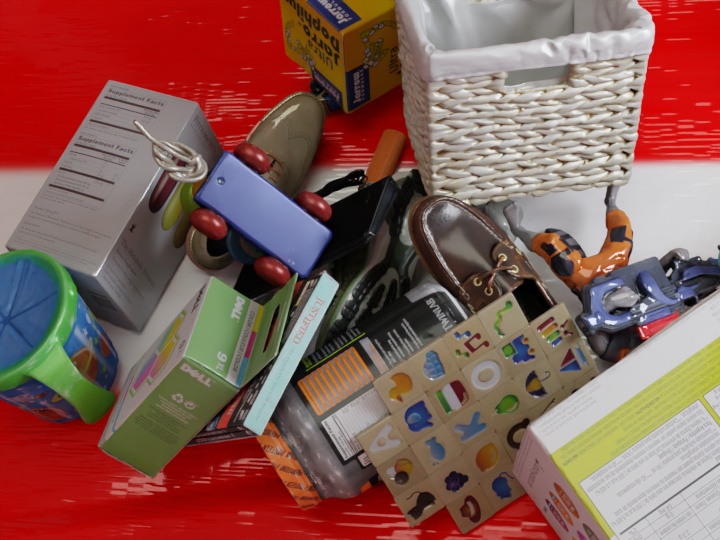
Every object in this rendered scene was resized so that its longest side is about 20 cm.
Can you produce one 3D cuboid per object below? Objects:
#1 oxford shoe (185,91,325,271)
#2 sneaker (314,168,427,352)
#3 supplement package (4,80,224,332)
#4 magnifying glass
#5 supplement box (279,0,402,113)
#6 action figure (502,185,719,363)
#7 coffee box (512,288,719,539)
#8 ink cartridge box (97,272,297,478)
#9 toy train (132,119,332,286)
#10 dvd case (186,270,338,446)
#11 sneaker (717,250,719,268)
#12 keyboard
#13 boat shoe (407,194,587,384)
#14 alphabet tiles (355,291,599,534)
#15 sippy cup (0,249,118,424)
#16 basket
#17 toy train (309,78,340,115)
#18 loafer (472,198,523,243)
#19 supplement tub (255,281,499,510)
[{"bbox_3d":[-0.090,-0.083,1.323,0.071,0.074,0.200,32,82,-12],"label":"oxford shoe"},{"bbox_3d":[0.000,0.000,1.268,0.088,0.077,0.201,8,67,46],"label":"sneaker"},{"bbox_3d":[-0.227,-0.064,1.343,0.109,0.114,0.201,17,67,24],"label":"supplement package"},{"bbox_3d":[-0.001,-0.048,1.331,0.079,0.022,0.201,14,67,20],"label":"magnifying glass"},{"bbox_3d":[0.032,-0.264,1.368,0.200,0.110,0.109,-33,58,-20],"label":"supplement box"},{"bbox_3d":[0.237,0.011,1.213,0.199,0.105,0.194,-9,60,-26],"label":"action figure"},{"bbox_3d":[0.251,0.155,1.021,0.200,0.200,0.198,-34,74,-6],"label":"coffee box"},{"bbox_3d":[-0.138,0.077,1.180,0.200,0.059,0.104,-45,19,36],"label":"ink cartridge box"},{"bbox_3d":[-0.129,-0.069,1.211,0.085,0.200,0.116,-58,21,-13],"label":"toy train"},{"bbox_3d":[-0.096,0.081,1.200,0.022,0.200,0.146,34,68,-17],"label":"dvd case"},{"bbox_3d":[0.363,-0.023,1.171,0.120,0.084,0.201,13,63,-10],"label":"sneaker"},{"bbox_3d":[-0.038,-0.038,1.273,0.200,0.021,0.127,-23,36,42],"label":"keyboard"},{"bbox_3d":[0.120,0.015,1.171,0.070,0.070,0.200,-44,99,-7],"label":"boat shoe"},{"bbox_3d":[0.102,0.118,1.138,0.200,0.167,0.006,-33,24,-4],"label":"alphabet tiles"},{"bbox_3d":[-0.291,0.070,1.268,0.139,0.130,0.178,-19,54,13],"label":"sippy cup"},{"bbox_3d":[0.136,-0.175,1.232,0.197,0.161,0.200,-7,35,-4],"label":"basket"},{"bbox_3d":[-0.063,-0.139,1.390,0.046,0.034,0.200,37,76,25],"label":"toy train"},{"bbox_3d":[0.114,-0.041,1.267,0.070,0.070,0.201,-18,57,14],"label":"loafer"},{"bbox_3d":[0.011,0.109,1.178,0.200,0.123,0.123,-32,58,-4],"label":"supplement tub"}]
